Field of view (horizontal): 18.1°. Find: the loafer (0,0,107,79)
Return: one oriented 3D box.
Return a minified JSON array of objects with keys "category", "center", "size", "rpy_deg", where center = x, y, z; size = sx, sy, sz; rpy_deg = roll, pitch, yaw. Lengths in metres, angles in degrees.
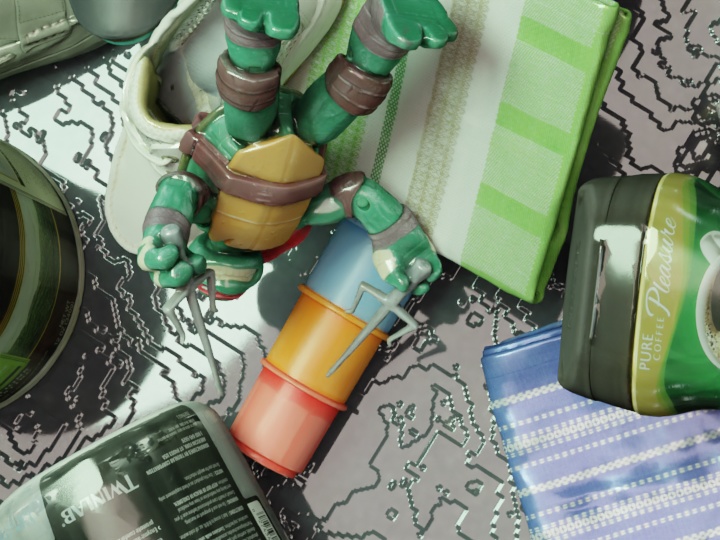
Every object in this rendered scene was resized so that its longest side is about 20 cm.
[{"category":"loafer","center":[-0.168,-0.129,1.080],"size":[0.199,0.070,0.070],"rpy_deg":[-30,80,3]}]

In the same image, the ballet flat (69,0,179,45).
[{"category":"ballet flat","center":[-0.094,-0.201,1.044],"size":[0.073,0.073,0.201],"rpy_deg":[13,62,8]}]

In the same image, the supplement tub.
[{"category":"supplement tub","center":[-0.073,0.171,1.014],"size":[0.122,0.123,0.201],"rpy_deg":[-30,82,3]}]

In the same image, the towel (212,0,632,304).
[{"category":"towel","center":[0.021,-0.093,0.995],"size":[0.200,0.031,0.150],"rpy_deg":[32,125,28]}]

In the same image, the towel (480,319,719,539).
[{"category":"towel","center":[0.149,0.109,1.044],"size":[0.144,0.024,0.201],"rpy_deg":[-17,83,6]}]

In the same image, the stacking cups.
[{"category":"stacking cups","center":[0.000,0.000,1.059],"size":[0.060,0.060,0.201],"rpy_deg":[33,93,9]}]

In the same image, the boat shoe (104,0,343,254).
[{"category":"boat shoe","center":[-0.080,-0.077,1.019],"size":[0.071,0.069,0.200],"rpy_deg":[45,130,18]}]

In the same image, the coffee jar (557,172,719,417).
[{"category":"coffee jar","center":[0.183,0.017,0.940],"size":[0.199,0.085,0.105],"rpy_deg":[8,94,17]}]

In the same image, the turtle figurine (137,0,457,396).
[{"category":"turtle figurine","center":[-0.037,-0.035,0.954],"size":[0.149,0.201,0.101],"rpy_deg":[-13,48,-35]}]

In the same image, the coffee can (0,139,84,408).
[{"category":"coffee can","center":[-0.216,-0.008,1.009],"size":[0.145,0.200,0.147],"rpy_deg":[-1,85,7]}]

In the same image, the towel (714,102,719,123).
[{"category":"towel","center":[0.264,-0.021,1.015],"size":[0.165,0.086,0.201],"rpy_deg":[-20,84,7]}]
